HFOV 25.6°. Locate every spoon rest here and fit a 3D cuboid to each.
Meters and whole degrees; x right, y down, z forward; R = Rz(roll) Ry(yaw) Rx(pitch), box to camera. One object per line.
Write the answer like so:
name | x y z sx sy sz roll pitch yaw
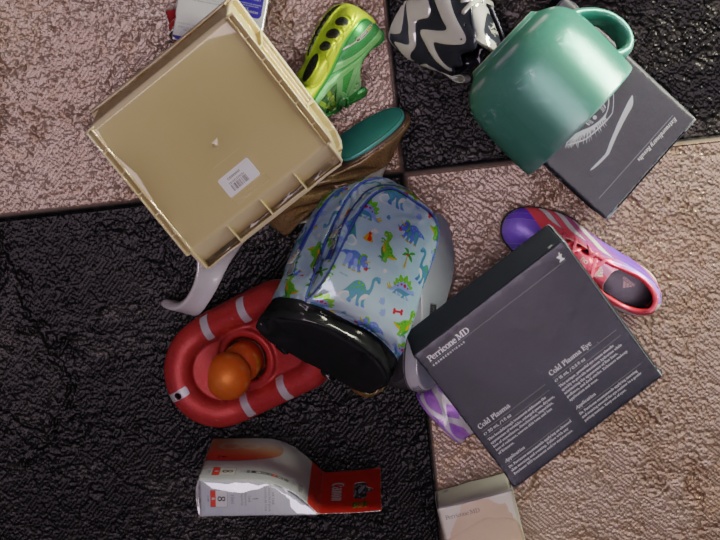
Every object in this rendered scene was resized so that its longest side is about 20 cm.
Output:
spoon rest | -0.164 -0.040 1.769 0.098 0.061 0.202 14 102 -31

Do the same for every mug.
mug | 0.187 -0.196 1.612 0.114 0.185 0.152 44 120 -2

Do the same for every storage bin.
storage bin | -0.149 -0.142 1.661 0.199 0.094 0.199 -37 105 8

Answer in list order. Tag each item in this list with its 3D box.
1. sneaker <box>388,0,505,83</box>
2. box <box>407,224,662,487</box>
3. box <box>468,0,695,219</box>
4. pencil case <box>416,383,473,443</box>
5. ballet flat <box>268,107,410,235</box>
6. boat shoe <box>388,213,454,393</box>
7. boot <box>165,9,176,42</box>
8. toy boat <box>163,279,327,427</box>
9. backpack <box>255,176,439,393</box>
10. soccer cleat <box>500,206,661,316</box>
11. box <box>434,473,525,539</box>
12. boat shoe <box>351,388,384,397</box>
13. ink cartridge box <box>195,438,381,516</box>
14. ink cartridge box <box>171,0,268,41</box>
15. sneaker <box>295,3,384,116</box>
sneaker | 0.123 -0.290 1.690 0.129 0.079 0.200 41 112 22
box | 0.181 0.088 1.679 0.199 0.104 0.183 -37 101 4
box | 0.239 -0.177 1.729 0.200 0.104 0.148 43 96 -5
pencil case | 0.152 0.102 1.776 0.200 0.086 0.084 -42 110 4
ballet flat | -0.022 -0.103 1.760 0.199 0.068 0.073 -34 124 -10
boat shoe | 0.058 0.036 1.774 0.066 0.070 0.203 -2 80 35
boot | -0.195 -0.203 1.752 0.200 0.072 0.144 -44 94 -2
toy boat | -0.133 0.103 1.745 0.199 0.131 0.132 -26 96 25
backpack | 0.000 0.000 1.691 0.162 0.202 0.153 33 142 -21
soccer cleat | 0.248 -0.011 1.766 0.198 0.073 0.069 30 97 -3
box | 0.151 0.345 1.812 0.094 0.078 0.203 -15 97 4
boat shoe | -0.007 0.043 1.779 0.071 0.068 0.202 -19 96 4
ink cartridge box | -0.076 0.226 1.757 0.197 0.162 0.051 -4 100 1
ink cartridge box | -0.142 -0.331 1.716 0.098 0.039 0.203 11 78 -6
sneaker | -0.036 -0.192 1.742 0.083 0.074 0.201 20 113 -29
